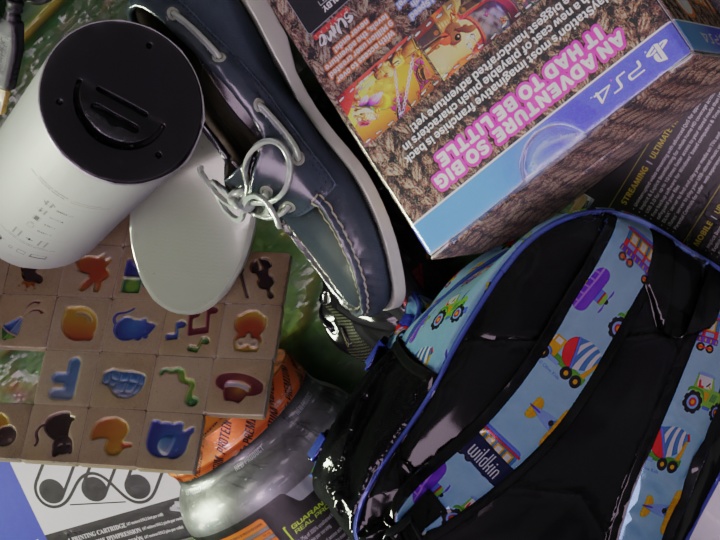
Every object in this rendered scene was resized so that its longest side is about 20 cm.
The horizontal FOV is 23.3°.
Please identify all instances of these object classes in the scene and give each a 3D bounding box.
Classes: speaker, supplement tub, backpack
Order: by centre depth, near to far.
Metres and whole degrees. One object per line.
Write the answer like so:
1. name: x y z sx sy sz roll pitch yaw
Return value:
1. backpack: 0.092 0.067 0.856 0.182 0.135 0.201 29 91 -20
2. speaker: -0.143 -0.057 0.881 0.081 0.081 0.200 43 157 -8
3. supplement tub: -0.020 0.151 1.008 0.122 0.123 0.200 -32 103 22

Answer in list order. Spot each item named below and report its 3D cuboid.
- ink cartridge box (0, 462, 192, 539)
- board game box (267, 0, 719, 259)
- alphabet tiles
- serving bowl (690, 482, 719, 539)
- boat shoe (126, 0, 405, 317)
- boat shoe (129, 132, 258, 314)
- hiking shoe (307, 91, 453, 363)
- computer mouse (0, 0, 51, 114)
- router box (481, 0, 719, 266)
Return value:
1. ink cartridge box: -0.187 0.136 1.081 0.199 0.044 0.094 -18 106 19
2. board game box: 0.060 -0.134 0.843 0.159 0.097 0.200 -37 77 25
3. alphabet tiles: -0.141 0.032 0.978 0.199 0.168 0.008 2 153 12
4. serving bowl: 0.248 0.107 0.952 0.199 0.066 0.201 0 120 -1
5. boat shoe: -0.046 -0.059 0.864 0.075 0.062 0.201 -16 104 60
6. boat shoe: -0.079 -0.078 0.952 0.070 0.072 0.202 10 107 9
7. hiking shoe: 0.000 0.000 0.963 0.101 0.076 0.200 -34 86 44
8. computer mouse: -0.210 -0.107 0.949 0.046 0.140 0.201 10 117 -35
9. router box: 0.162 -0.067 0.906 0.149 0.051 0.200 30 109 -1
